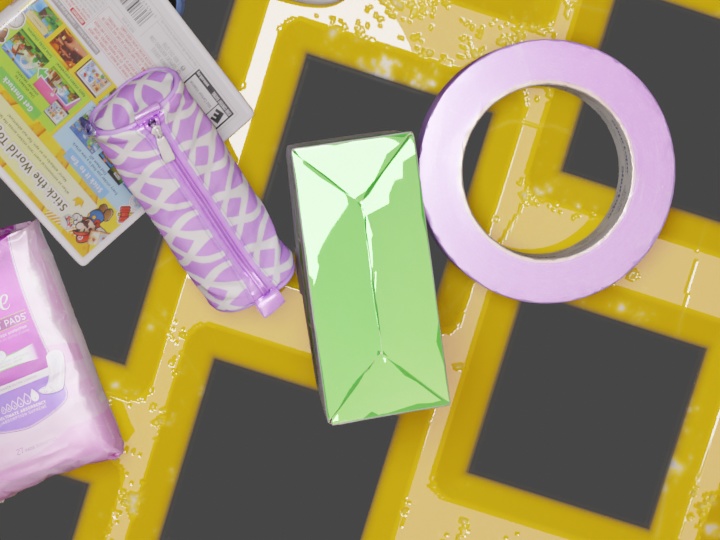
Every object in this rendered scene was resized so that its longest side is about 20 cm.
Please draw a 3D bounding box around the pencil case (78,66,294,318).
[{"bbox_3d":[-0.124,-0.060,1.537,0.084,0.085,0.201,-41,122,-13],"label":"pencil case"}]

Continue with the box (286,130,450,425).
[{"bbox_3d":[0.000,0.000,1.532,0.096,0.176,0.202,-8,94,-2],"label":"box"}]

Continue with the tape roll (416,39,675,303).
[{"bbox_3d":[0.141,-0.077,1.588,0.198,0.066,0.202,0,94,-3],"label":"tape roll"}]

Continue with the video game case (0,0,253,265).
[{"bbox_3d":[-0.201,-0.129,1.538,0.182,0.023,0.200,-42,127,-4],"label":"video game case"}]

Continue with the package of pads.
[{"bbox_3d":[-0.270,0.071,1.580,0.120,0.076,0.202,-21,94,-3],"label":"package of pads"}]

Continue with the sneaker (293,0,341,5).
[{"bbox_3d":[-0.079,-0.253,1.533,0.199,0.081,0.077,29,99,-31],"label":"sneaker"}]

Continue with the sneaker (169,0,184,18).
[{"bbox_3d":[-0.224,-0.166,1.563,0.199,0.078,0.070,-32,94,1],"label":"sneaker"}]
